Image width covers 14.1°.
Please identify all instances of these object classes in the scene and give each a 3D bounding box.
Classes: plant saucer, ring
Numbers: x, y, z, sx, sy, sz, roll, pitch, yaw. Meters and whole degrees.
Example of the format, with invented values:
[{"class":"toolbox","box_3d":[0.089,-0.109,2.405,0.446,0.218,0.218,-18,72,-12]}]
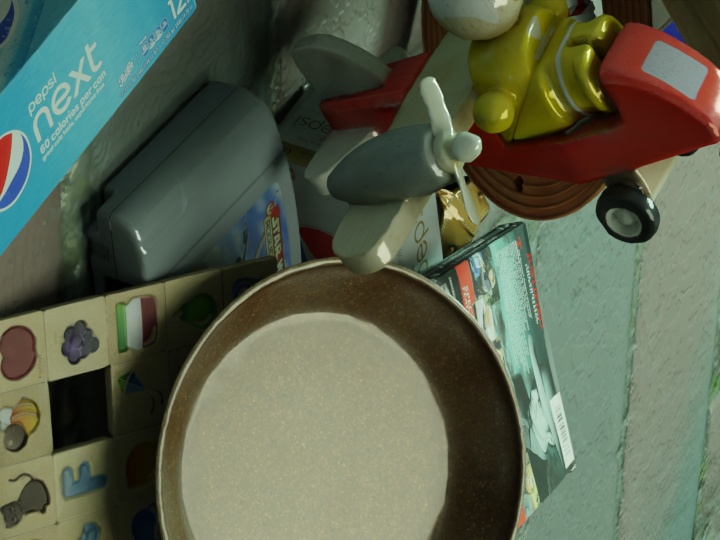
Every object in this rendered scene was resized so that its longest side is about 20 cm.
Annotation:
[{"class":"plant saucer","box_3d":[-0.014,0.094,1.366,0.200,0.037,0.201,-1,91,-30]},{"class":"ring","box_3d":[0.092,-0.126,1.497,0.019,0.200,0.201,-6,115,-32]}]

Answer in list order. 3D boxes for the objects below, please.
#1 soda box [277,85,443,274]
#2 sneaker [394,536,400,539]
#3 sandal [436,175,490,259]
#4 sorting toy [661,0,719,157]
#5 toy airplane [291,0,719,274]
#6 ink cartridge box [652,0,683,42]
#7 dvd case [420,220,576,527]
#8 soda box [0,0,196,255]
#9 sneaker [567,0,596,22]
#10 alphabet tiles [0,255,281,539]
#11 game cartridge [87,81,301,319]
[{"class":"soda box","box_3d":[0.000,0.000,1.524,0.064,0.068,0.201,-52,149,-36]},{"class":"sneaker","box_3d":[-0.048,0.196,1.454,0.200,0.075,0.106,-56,177,-1]},{"class":"sandal","box_3d":[0.045,-0.020,1.620,0.080,0.054,0.200,-58,152,-27]},{"class":"sorting toy","box_3d":[0.158,-0.160,1.417,0.185,0.036,0.201,66,1,-84]},{"class":"toy airplane","box_3d":[0.053,-0.096,1.357,0.198,0.200,0.141,-23,132,-5]},{"class":"ink cartridge box","box_3d":[0.154,-0.184,1.620,0.099,0.039,0.201,17,54,-71]},{"class":"dvd case","box_3d":[0.072,0.059,1.547,0.200,0.022,0.147,-31,109,-70]},{"class":"soda box","box_3d":[-0.148,-0.073,1.171,0.200,0.064,0.068,-56,150,-33]},{"class":"sneaker","box_3d":[0.109,-0.148,1.601,0.071,0.112,0.201,-34,135,-54]},{"class":"alphabet tiles","box_3d":[-0.101,0.105,1.343,0.167,0.008,0.201,-14,109,-39]},{"class":"game cartridge","box_3d":[-0.076,0.015,1.417,0.133,0.041,0.201,-45,144,-38]}]
